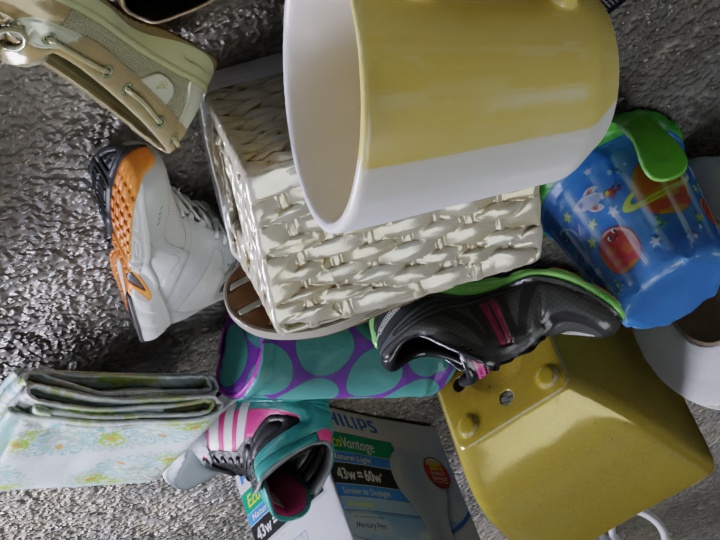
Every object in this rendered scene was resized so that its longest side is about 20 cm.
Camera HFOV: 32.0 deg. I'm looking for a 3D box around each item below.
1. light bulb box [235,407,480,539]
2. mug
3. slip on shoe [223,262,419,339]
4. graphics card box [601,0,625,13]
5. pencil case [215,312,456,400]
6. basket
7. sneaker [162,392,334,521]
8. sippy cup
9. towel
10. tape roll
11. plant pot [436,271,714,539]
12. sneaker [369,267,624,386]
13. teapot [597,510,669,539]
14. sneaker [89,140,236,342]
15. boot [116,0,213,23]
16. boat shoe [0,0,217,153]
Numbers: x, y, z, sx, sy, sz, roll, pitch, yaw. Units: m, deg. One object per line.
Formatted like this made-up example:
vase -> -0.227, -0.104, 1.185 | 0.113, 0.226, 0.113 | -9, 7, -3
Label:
light bulb box -> 0.007, 0.255, 1.216 | 0.197, 0.202, 0.125 | 16, 131, -45
mug -> 0.054, -0.101, 0.636 | 0.151, 0.152, 0.186 | -5, 180, -17
slip on shoe -> 0.000, 0.000, 0.898 | 0.197, 0.077, 0.061 | -23, 166, -7
graphics card box -> 0.152, -0.224, 0.744 | 0.199, 0.051, 0.125 | -36, 145, 23
pencil case -> -0.018, 0.062, 1.027 | 0.197, 0.092, 0.086 | 3, 108, -30
basket -> 0.010, -0.063, 0.791 | 0.197, 0.124, 0.137 | -16, 125, -9
sneaker -> -0.094, 0.172, 1.108 | 0.199, 0.122, 0.083 | -40, 144, 27
sippy cup -> 0.218, -0.031, 0.984 | 0.139, 0.131, 0.177 | -38, 147, 20
towel -> -0.219, 0.133, 1.010 | 0.169, 0.049, 0.200 | 6, 152, -28
tape roll -> 0.306, 0.008, 1.035 | 0.070, 0.204, 0.203 | -2, 143, -29
plant pot -> 0.163, 0.116, 1.130 | 0.194, 0.196, 0.199 | -35, 140, 20
sneaker -> 0.104, 0.048, 0.961 | 0.197, 0.085, 0.077 | -5, 155, 17
teapot -> 0.296, 0.415, 1.690 | 0.198, 0.148, 0.197 | -28, -179, -30
sneaker -> -0.126, -0.030, 0.853 | 0.091, 0.076, 0.201 | -21, 156, -15
boot -> -0.044, -0.190, 0.654 | 0.198, 0.076, 0.074 | -26, 145, 3
boat shoe -> -0.161, -0.120, 0.675 | 0.200, 0.073, 0.064 | 19, 93, -54
